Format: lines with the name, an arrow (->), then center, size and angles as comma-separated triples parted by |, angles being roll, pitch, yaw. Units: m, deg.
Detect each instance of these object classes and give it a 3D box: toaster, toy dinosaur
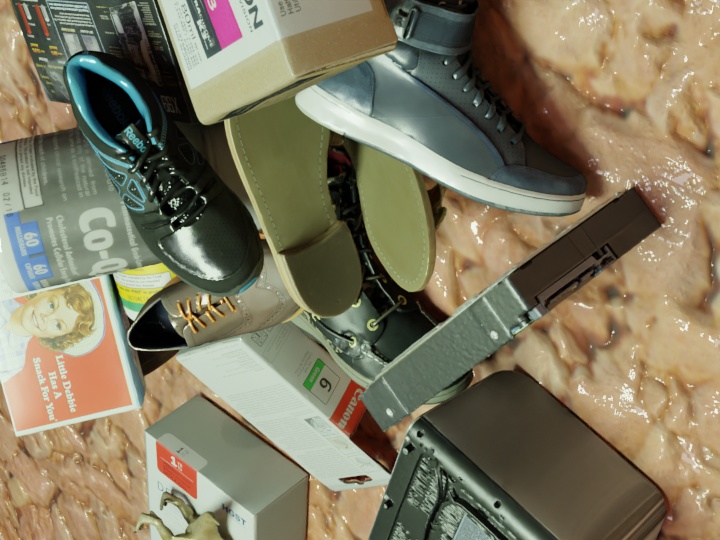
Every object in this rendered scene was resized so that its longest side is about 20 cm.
toaster -> 0.115, 0.199, 1.075 | 0.200, 0.118, 0.182 | 40, 140, 23
toy dinosaur -> -0.154, 0.248, 1.359 | 0.100, 0.058, 0.201 | 26, 142, 14

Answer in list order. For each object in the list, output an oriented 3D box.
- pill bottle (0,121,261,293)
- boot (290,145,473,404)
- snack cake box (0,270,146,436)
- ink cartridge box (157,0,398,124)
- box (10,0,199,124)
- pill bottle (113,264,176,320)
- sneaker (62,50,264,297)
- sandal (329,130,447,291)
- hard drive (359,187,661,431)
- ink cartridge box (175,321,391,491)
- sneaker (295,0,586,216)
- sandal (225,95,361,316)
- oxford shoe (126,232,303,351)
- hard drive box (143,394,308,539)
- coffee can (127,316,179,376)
pill bottle -> -0.177, -0.058, 1.100 | 0.114, 0.198, 0.115 | 168, 90, -85
boot -> -0.002, 0.000, 1.094 | 0.203, 0.073, 0.155 | 33, 145, 35
snack cake box -> -0.264, 0.029, 1.256 | 0.067, 0.114, 0.202 | -110, 8, -78
ink cartridge box -> -0.072, -0.201, 0.860 | 0.164, 0.074, 0.202 | -10, 99, 66
box -> -0.188, -0.198, 1.077 | 0.199, 0.050, 0.159 | 13, 129, 45
pill bottle -> -0.171, -0.066, 1.222 | 0.112, 0.112, 0.202 | 12, 123, 43
sneaker -> -0.143, -0.065, 1.003 | 0.201, 0.073, 0.082 | 51, 179, 4
sandal -> 0.032, -0.077, 1.029 | 0.213, 0.069, 0.078 | 62, 141, 35
hard drive -> 0.094, 0.028, 0.963 | 0.038, 0.139, 0.200 | 54, 144, 4
ink cartridge box -> -0.051, 0.110, 1.244 | 0.200, 0.051, 0.109 | 43, 148, -22
sneaker -> 0.074, -0.130, 0.926 | 0.201, 0.077, 0.147 | 25, 110, -1
sandal -> -0.059, -0.072, 1.017 | 0.069, 0.077, 0.214 | 19, 128, 61
oxford shoe -> -0.104, 0.027, 1.111 | 0.199, 0.073, 0.072 | -25, 98, 45
hard drive box -> -0.132, 0.248, 1.427 | 0.155, 0.077, 0.202 | 31, 135, 31
coffee can -> -0.272, 0.009, 1.360 | 0.146, 0.146, 0.202 | -9, 108, 51
